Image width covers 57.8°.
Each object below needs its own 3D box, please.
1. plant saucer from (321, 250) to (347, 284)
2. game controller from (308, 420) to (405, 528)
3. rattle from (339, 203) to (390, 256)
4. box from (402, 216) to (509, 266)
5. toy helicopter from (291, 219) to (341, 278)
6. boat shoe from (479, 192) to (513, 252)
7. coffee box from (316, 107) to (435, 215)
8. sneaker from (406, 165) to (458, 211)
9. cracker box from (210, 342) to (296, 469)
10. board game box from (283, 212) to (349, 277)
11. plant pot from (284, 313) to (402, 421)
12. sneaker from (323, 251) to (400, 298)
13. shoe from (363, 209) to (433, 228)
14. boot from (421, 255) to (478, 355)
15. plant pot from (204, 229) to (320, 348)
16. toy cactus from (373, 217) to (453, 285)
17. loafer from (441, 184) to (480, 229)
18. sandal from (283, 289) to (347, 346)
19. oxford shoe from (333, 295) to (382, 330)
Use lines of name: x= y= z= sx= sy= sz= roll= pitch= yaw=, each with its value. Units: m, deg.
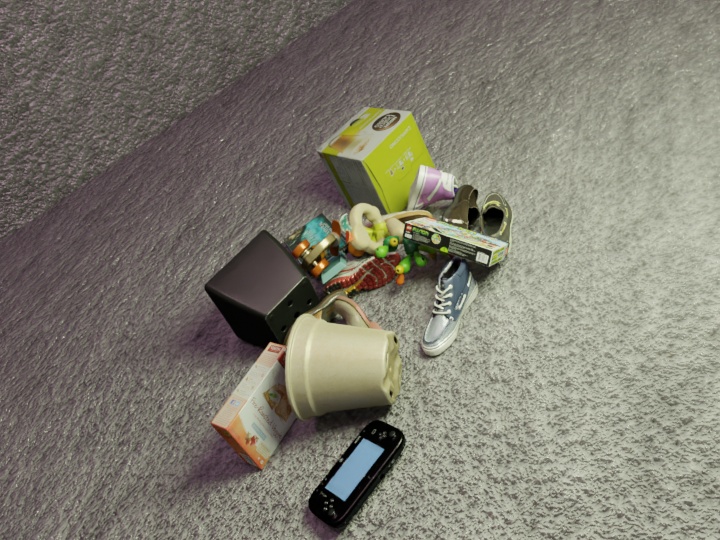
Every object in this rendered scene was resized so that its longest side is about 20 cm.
plant saucer: x=-0.065 y=-0.012 z=1.544 sx=0.069 sy=0.019 sz=0.200 roll=-38 pitch=8 yaw=4
game controller: x=-0.006 y=0.348 z=1.130 sx=0.103 sy=0.042 sz=0.200 roll=17 pitch=57 yaw=46
rattle: x=-0.028 y=-0.078 z=1.516 sx=0.141 sy=0.133 sz=0.199 roll=-7 pitch=14 yaw=33
box: x=0.197 y=-0.062 z=1.349 sx=0.197 sy=0.035 sz=0.109 roll=20 pitch=20 yaw=26
toy helicopter: x=-0.095 y=-0.042 z=1.538 sx=0.132 sy=0.079 sz=0.200 roll=-47 pitch=-1 yaw=-16
boat shoe: x=0.300 y=-0.117 z=1.449 sx=0.070 sy=0.061 sz=0.203 roll=-15 pitch=39 yaw=19
coffee box: x=0.046 y=-0.284 z=1.714 sx=0.200 sy=0.202 sz=0.196 roll=-45 pitch=38 yaw=-20
sneaker: x=0.175 y=-0.178 z=1.572 sx=0.112 sy=0.201 sz=0.074 roll=10 pitch=74 yaw=-4
cracker box: x=-0.185 y=0.263 z=1.282 sx=0.057 sy=0.135 sz=0.201 roll=6 pitch=49 yaw=40
board game box: x=-0.116 y=-0.069 z=1.724 sx=0.134 sy=0.028 sz=0.200 roll=-35 pitch=36 yaw=-7
plant pot: x=-0.021 y=0.184 z=1.234 sx=0.180 sy=0.203 sz=0.202 roll=-2 pitch=43 yaw=17
sneaker: x=0.000 y=0.000 z=1.514 sx=0.197 sy=0.078 sz=0.083 roll=-22 pitch=35 yaw=12
shoe: x=0.087 y=-0.120 z=1.600 sx=0.197 sy=0.070 sz=0.054 roll=-11 pitch=47 yaw=29
boot: x=0.166 y=0.066 z=1.301 sx=0.072 sy=0.091 sz=0.201 roll=4 pitch=48 yaw=38
plant pot: x=-0.201 y=0.067 z=1.495 sx=0.176 sy=0.201 sz=0.200 roll=29 pitch=64 yaw=39
toy cactus: x=0.107 y=-0.054 z=1.453 sx=0.196 sy=0.104 sz=0.166 roll=-12 pitch=41 yaw=-21
loafer: x=0.241 y=-0.130 z=1.495 sx=0.070 sy=0.074 sz=0.201 roll=15 pitch=38 yaw=18
sandal: x=-0.094 y=0.125 z=1.452 sx=0.199 sy=0.082 sz=0.054 roll=-38 pitch=57 yaw=-22
oxford shoe: x=-0.011 y=0.122 z=1.375 sx=0.074 sy=0.071 sz=0.200 roll=-42 pitch=41 yaw=-8
